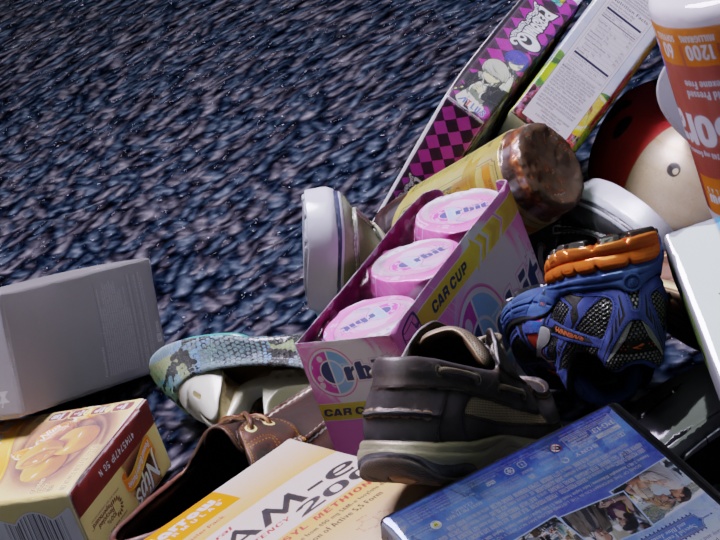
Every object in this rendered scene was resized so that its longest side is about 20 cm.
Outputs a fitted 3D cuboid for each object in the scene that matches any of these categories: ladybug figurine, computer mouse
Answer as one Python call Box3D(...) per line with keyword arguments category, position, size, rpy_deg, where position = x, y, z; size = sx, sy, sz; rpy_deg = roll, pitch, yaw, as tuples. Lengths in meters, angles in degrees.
Box3D(category="ladybug figurine", position=(0.213, -0.081, 1.517), size=(0.135, 0.072, 0.200), rpy_deg=(-16, 18, -3))
Box3D(category="computer mouse", position=(0.158, 0.098, 1.184), size=(0.199, 0.046, 0.141), rpy_deg=(-21, 20, -2))

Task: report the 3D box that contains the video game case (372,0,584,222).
Box3D(category="video game case", position=(0.078, -0.104, 1.559), size=(0.182, 0.036, 0.200), rpy_deg=(-52, -5, -39))

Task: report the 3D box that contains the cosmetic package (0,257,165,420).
Box3D(category="cosmetic package", position=(-0.222, 0.049, 1.520), size=(0.106, 0.091, 0.200), rpy_deg=(-10, 0, 23))

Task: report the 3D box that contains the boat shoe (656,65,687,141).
Box3D(category="boat shoe", position=(0.281, -0.089, 1.424), size=(0.199, 0.069, 0.057), rpy_deg=(19, 16, 5))

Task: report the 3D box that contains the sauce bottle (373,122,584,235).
Box3D(category="sauce bottle", position=(0.054, -0.028, 1.463), size=(0.200, 0.066, 0.066), rpy_deg=(-32, 9, 41))

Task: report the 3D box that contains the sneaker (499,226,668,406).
Box3D(category="sneaker", position=(0.124, 0.040, 1.258), size=(0.075, 0.079, 0.200), rpy_deg=(-9, -15, -5))

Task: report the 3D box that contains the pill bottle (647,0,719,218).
Box3D(category="pill bottle", position=(0.247, -0.086, 1.335), size=(0.111, 0.201, 0.112), rpy_deg=(-18, 20, 7))

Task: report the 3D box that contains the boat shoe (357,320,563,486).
Box3D(category="boat shoe", position=(0.058, 0.064, 1.174), size=(0.074, 0.074, 0.200), rpy_deg=(1, 4, 20))

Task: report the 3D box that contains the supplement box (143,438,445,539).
Box3D(category="supplement box", position=(-0.012, 0.159, 1.155), size=(0.126, 0.074, 0.199), rpy_deg=(-33, 24, -31))

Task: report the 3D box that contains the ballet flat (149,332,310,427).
Box3D(category="ballet flat", position=(-0.060, 0.075, 1.423), size=(0.199, 0.075, 0.074), rpy_deg=(-10, 23, 35))

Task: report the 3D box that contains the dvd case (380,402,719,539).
Box3D(category="dvd case", position=(0.121, 0.145, 1.036), size=(0.142, 0.018, 0.200), rpy_deg=(-24, 42, -23))

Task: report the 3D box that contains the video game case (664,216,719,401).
Box3D(category="video game case", position=(0.273, 0.029, 1.140), size=(0.199, 0.046, 0.182), rpy_deg=(-19, 51, 4))

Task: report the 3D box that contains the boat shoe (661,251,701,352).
Box3D(category="boat shoe", position=(0.236, 0.016, 1.255), size=(0.199, 0.072, 0.068), rpy_deg=(11, 62, 45))

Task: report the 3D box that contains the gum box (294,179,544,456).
Box3D(category="gum box", position=(0.047, 0.040, 1.334), size=(0.066, 0.114, 0.200), rpy_deg=(-8, 24, 30))

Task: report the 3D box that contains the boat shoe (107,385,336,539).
Box3D(category="boat shoe", position=(-0.064, 0.117, 1.286), size=(0.070, 0.071, 0.200), rpy_deg=(-10, 27, 44))

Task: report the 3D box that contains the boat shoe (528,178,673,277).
Box3D(category="boat shoe", position=(0.130, -0.014, 1.472), size=(0.071, 0.072, 0.200), rpy_deg=(-45, 23, -17))

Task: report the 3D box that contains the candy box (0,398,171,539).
Box3D(category="candy box", position=(-0.231, 0.142, 1.422), size=(0.199, 0.056, 0.116), rpy_deg=(-10, 22, 25))

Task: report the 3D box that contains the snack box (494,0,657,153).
Box3D(category="snack box", position=(0.148, -0.126, 1.538), size=(0.143, 0.053, 0.200), rpy_deg=(-52, -2, -10))

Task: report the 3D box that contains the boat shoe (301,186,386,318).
Box3D(category="boat shoe", position=(0.000, 0.000, 1.409), size=(0.061, 0.073, 0.200), rpy_deg=(-4, -20, 5))
